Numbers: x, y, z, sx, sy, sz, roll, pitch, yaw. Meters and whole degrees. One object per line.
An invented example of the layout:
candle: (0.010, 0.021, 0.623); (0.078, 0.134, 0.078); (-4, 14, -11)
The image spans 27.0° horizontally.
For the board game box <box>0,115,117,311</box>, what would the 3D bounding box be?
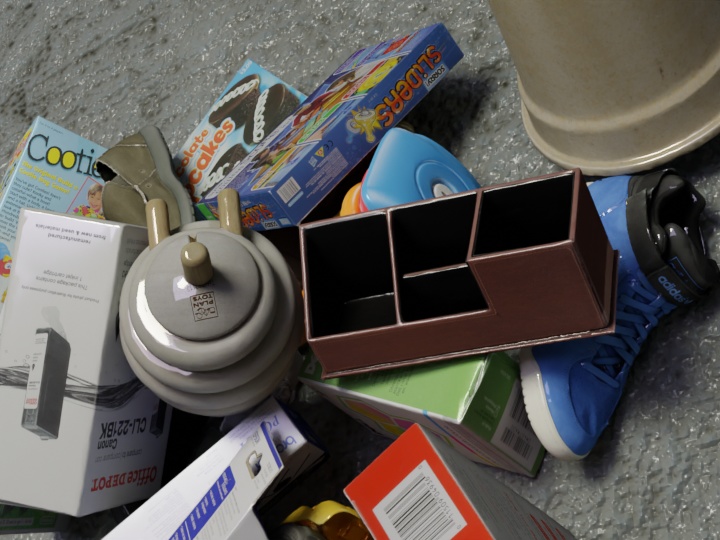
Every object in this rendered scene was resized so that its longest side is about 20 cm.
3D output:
board game box: (-0.280, -0.012, 1.299); (0.103, 0.104, 0.202); (-22, 45, 66)

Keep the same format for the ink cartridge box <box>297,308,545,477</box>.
ink cartridge box: (0.027, 0.078, 1.035); (0.199, 0.104, 0.060); (11, 71, 41)

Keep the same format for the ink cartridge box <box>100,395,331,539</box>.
ink cartridge box: (-0.116, 0.174, 1.052); (0.200, 0.094, 0.044); (-40, 74, -1)

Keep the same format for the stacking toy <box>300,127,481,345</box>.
stacking toy: (0.000, 0.000, 1.118); (0.200, 0.116, 0.110); (-40, 16, 35)

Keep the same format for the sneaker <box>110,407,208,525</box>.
sneaker: (-0.148, 0.110, 1.179); (0.104, 0.060, 0.201); (-32, 46, 25)

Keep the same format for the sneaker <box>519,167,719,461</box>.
sneaker: (0.173, 0.023, 0.973); (0.111, 0.077, 0.202); (-14, 50, 42)

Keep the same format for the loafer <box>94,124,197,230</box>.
loafer: (-0.171, -0.042, 1.215); (0.069, 0.076, 0.201); (-19, 38, -8)

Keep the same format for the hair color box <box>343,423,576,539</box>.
hair color box: (0.083, 0.174, 0.869); (0.061, 0.200, 0.102); (-43, 47, 8)

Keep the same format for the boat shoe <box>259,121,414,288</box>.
boat shoe: (-0.031, -0.047, 1.189); (0.199, 0.072, 0.076); (-32, 24, 19)

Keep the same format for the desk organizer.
desk organizer: (0.055, 0.003, 0.941); (0.198, 0.077, 0.072); (-11, 41, 23)

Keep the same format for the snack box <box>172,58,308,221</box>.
snack box: (-0.116, -0.074, 1.278); (0.201, 0.037, 0.116); (-53, 46, 0)

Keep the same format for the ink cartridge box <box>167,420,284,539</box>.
ink cartridge box: (-0.107, 0.194, 0.956); (0.201, 0.037, 0.095); (-53, 16, 2)

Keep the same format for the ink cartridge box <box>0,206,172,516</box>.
ink cartridge box: (-0.191, 0.065, 1.069); (0.083, 0.144, 0.202); (10, 91, 15)

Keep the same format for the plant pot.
plant pot: (0.163, -0.201, 1.017); (0.199, 0.184, 0.202); (-21, 44, 21)

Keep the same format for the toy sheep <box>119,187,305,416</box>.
toy sheep: (-0.100, 0.026, 0.991); (0.136, 0.200, 0.139); (-3, 66, 6)

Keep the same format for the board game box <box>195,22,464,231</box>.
board game box: (-0.025, -0.107, 1.152); (0.200, 0.035, 0.135); (-46, 19, -22)

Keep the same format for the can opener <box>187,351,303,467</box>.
can opener: (-0.106, 0.138, 1.138); (0.066, 0.053, 0.202); (20, 80, 44)

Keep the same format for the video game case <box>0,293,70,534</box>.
video game case: (-0.244, 0.112, 1.146); (0.022, 0.200, 0.184); (17, 86, 16)

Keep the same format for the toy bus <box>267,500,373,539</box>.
toy bus: (-0.065, 0.238, 1.010); (0.201, 0.135, 0.192); (-56, 30, -6)
